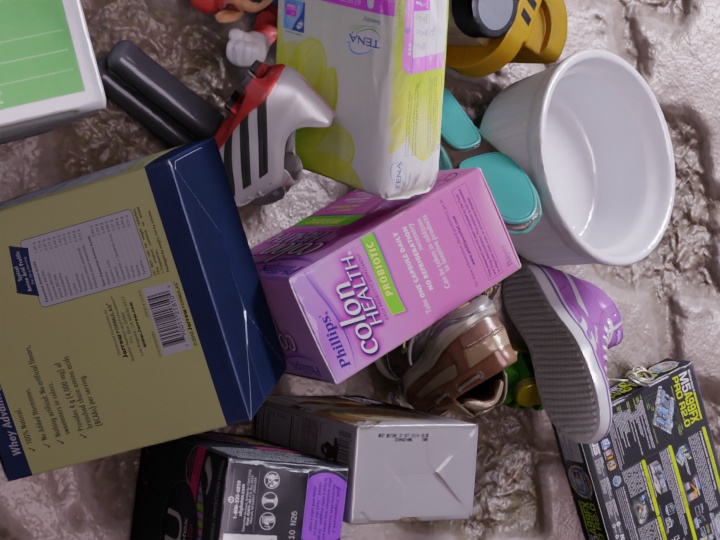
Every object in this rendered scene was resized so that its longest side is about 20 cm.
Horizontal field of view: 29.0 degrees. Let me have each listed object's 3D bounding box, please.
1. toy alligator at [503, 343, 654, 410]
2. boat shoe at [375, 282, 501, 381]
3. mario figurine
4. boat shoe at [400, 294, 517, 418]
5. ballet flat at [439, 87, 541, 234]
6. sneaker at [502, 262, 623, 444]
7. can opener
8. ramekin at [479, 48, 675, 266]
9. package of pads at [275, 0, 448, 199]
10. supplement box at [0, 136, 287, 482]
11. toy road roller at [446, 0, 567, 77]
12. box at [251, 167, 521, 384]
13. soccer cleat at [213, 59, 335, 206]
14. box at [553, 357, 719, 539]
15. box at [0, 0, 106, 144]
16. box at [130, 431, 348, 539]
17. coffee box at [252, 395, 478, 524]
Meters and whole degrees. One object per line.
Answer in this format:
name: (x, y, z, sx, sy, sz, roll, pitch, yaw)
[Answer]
toy alligator: (0.194, 0.114, 1.361, 0.198, 0.060, 0.055, 7, 128, -25)
boat shoe: (0.092, 0.022, 1.302, 0.072, 0.059, 0.200, 47, 71, -20)
mario figurine: (-0.058, -0.238, 1.192, 0.199, 0.106, 0.124, 8, 53, -35)
boat shoe: (0.086, 0.094, 1.191, 0.075, 0.200, 0.072, -32, 73, -17)
ballet flat: (0.098, -0.086, 1.249, 0.067, 0.201, 0.071, -17, 141, -22)
sneaker: (0.218, 0.076, 1.315, 0.114, 0.073, 0.202, 11, 46, -32)
can opener: (-0.136, -0.130, 1.197, 0.200, 0.053, 0.067, 38, 42, -22)
ramekin: (0.200, -0.099, 1.313, 0.199, 0.097, 0.202, 8, 78, -41)
package of pads: (0.000, -0.169, 1.127, 0.068, 0.154, 0.202, -15, 117, -40)
supplement box: (-0.188, 0.027, 1.064, 0.198, 0.134, 0.202, -15, 99, 12)
toy road roller: (0.130, -0.275, 1.290, 0.145, 0.122, 0.202, 26, 81, -39)
box: (0.000, 0.000, 1.189, 0.199, 0.176, 0.097, -31, 105, -23)
soccer cleat: (-0.095, -0.081, 1.142, 0.085, 0.200, 0.069, 34, 31, -6)
box: (0.292, 0.212, 1.419, 0.159, 0.044, 0.202, -23, 101, -26)
box: (-0.317, -0.169, 1.008, 0.198, 0.200, 0.173, -17, 97, -25)
box: (-0.105, 0.199, 1.123, 0.105, 0.200, 0.123, 9, 87, -27)
coffee box: (-0.002, 0.155, 1.176, 0.113, 0.200, 0.081, 4, 90, -27)
